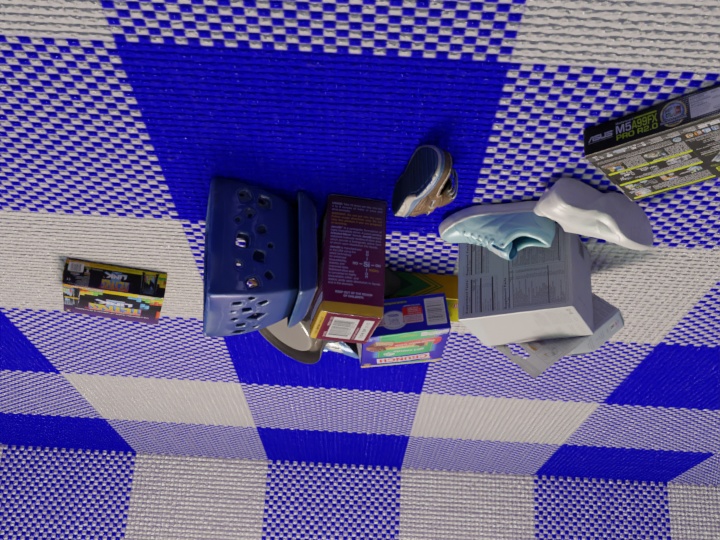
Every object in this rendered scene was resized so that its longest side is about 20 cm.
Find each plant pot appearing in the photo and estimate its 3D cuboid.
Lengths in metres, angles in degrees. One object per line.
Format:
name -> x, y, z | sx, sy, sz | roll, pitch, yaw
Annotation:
plant pot -> -0.164, -0.015, 1.536 | 0.176, 0.204, 0.201 | 1, 158, -11

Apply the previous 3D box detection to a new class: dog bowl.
dog bowl -> -0.139, 0.090, 1.836 | 0.198, 0.059, 0.202 | 30, 150, 19

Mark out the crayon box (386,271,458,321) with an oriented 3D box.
crayon box -> 0.122, 0.052, 1.831 | 0.195, 0.052, 0.127 | 5, 157, -1

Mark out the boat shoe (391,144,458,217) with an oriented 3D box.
boat shoe -> 0.105, -0.132, 1.391 | 0.071, 0.074, 0.200 | 4, 168, -14

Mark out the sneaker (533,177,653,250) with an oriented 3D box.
sneaker -> 0.360, -0.079, 1.465 | 0.197, 0.076, 0.088 | 23, 148, -18

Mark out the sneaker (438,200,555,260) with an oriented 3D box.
sneaker -> 0.217, -0.057, 1.521 | 0.197, 0.084, 0.074 | -10, 153, 28

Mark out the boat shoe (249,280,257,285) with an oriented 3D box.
boat shoe -> -0.121, 0.005, 1.727 | 0.195, 0.072, 0.070 | 3, 162, 2

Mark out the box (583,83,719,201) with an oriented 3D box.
box -> 0.425, -0.168, 1.283 | 0.197, 0.045, 0.159 | -15, 151, 38

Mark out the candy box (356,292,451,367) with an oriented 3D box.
candy box -> 0.077, 0.118, 1.801 | 0.165, 0.079, 0.201 | -6, 160, -4

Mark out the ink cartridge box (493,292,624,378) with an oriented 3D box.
ink cartridge box -> 0.344, 0.108, 1.690 | 0.162, 0.199, 0.057 | 39, 166, 53

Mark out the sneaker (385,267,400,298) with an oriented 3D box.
sneaker -> 0.000, 0.000, 1.696 | 0.197, 0.077, 0.079 | 19, 151, -33

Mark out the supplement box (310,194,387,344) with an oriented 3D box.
supplement box -> -0.020, 0.000, 1.532 | 0.101, 0.204, 0.131 | 6, 158, -9

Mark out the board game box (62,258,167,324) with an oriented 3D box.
board game box -> -0.494, 0.046, 1.895 | 0.196, 0.058, 0.166 | 9, 155, -13

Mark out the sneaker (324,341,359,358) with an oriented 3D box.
sneaker -> -0.057, 0.136, 1.988 | 0.198, 0.075, 0.082 | 27, 148, -26

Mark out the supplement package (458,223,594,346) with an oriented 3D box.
supplement package -> 0.283, 0.027, 1.619 | 0.196, 0.154, 0.152 | -8, 155, 25
